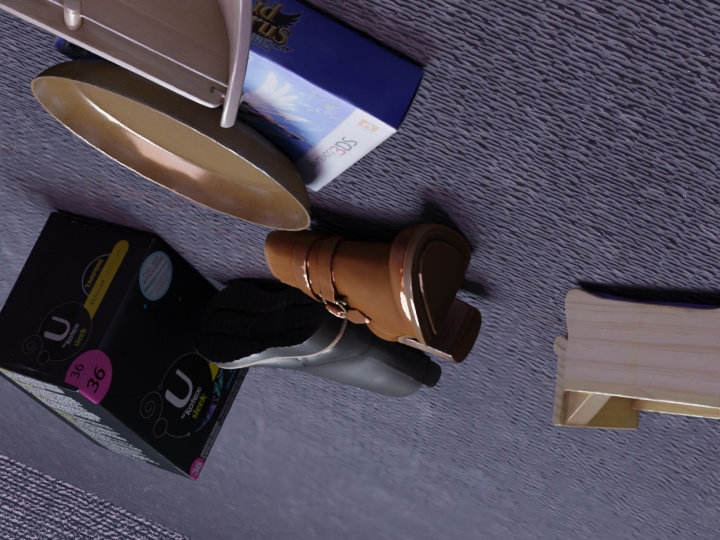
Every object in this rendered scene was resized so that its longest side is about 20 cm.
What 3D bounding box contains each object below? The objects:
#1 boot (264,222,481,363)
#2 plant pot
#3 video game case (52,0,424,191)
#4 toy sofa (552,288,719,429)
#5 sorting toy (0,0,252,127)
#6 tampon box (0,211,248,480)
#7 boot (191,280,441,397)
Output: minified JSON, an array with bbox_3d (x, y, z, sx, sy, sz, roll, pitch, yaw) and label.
[{"bbox_3d":[0.000,0.000,1.637,0.154,0.074,0.200,24,162,18],"label":"boot"},{"bbox_3d":[-0.117,-0.084,1.459,0.199,0.028,0.200,24,169,5],"label":"plant pot"},{"bbox_3d":[-0.080,-0.128,1.389,0.199,0.046,0.181,28,163,-10],"label":"video game case"},{"bbox_3d":[0.224,0.066,1.529,0.082,0.099,0.199,5,179,-38],"label":"toy sofa"},{"bbox_3d":[-0.125,-0.190,1.178,0.199,0.107,0.180,25,157,-2],"label":"sorting toy"},{"bbox_3d":[-0.208,0.067,2.007,0.126,0.151,0.200,14,161,34],"label":"tampon box"},{"bbox_3d":[-0.041,0.071,1.925,0.138,0.078,0.199,29,165,-33],"label":"boot"}]
